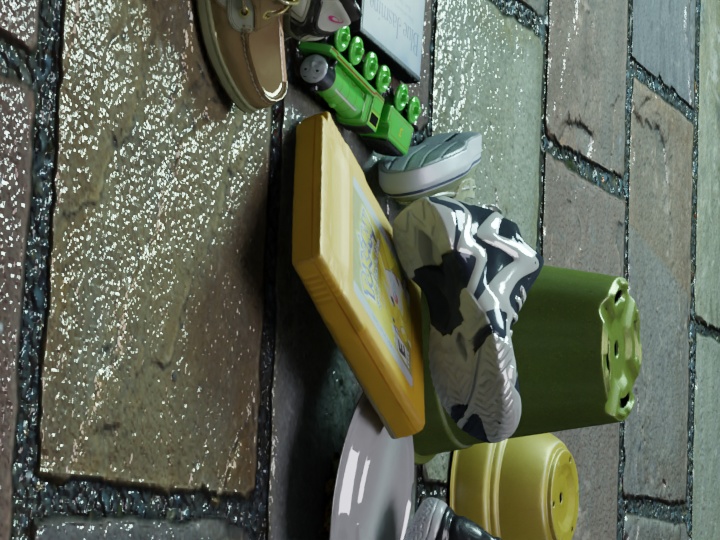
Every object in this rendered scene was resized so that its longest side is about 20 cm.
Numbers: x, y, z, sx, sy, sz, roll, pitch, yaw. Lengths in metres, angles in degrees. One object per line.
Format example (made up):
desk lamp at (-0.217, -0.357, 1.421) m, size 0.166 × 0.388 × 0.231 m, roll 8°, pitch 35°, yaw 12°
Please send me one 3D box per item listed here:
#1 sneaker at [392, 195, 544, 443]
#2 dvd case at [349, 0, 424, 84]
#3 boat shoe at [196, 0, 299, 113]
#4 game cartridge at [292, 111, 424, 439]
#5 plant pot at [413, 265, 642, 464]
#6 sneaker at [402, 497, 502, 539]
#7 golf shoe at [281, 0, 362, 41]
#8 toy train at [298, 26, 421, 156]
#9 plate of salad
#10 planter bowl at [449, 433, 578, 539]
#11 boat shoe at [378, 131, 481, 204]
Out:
sneaker at (0.110, 0.033, 1.761) m, size 0.129 × 0.079 × 0.200 m, roll -9°, pitch 71°, yaw -46°
dvd case at (0.026, -0.272, 1.846) m, size 0.143 × 0.017 × 0.202 m, roll 31°, pitch 62°, yaw -65°
boat shoe at (-0.075, -0.205, 1.532) m, size 0.074 × 0.066 × 0.201 m, roll -55°, pitch 139°, yaw -55°
game cartridge at (0.000, 0.000, 1.680) m, size 0.177 × 0.032 × 0.201 m, roll -90°, pitch 159°, yaw -47°
plant pot at (0.136, 0.068, 1.883) m, size 0.200 × 0.188 × 0.202 m, roll 0°, pitch 90°, yaw -68°
sneaker at (0.074, 0.279, 1.762) m, size 0.076 × 0.113 × 0.201 m, roll -58°, pitch 165°, yaw -53°
golf shoe at (-0.017, -0.247, 1.646) m, size 0.073 × 0.091 × 0.201 m, roll 61°, pitch 34°, yaw -46°
toy train at (-0.002, -0.142, 1.749) m, size 0.200 × 0.041 × 0.057 m, roll 37°, pitch 66°, yaw -63°
plate of salad at (0.000, 0.178, 1.732) m, size 0.200 × 0.048 × 0.202 m, roll 7°, pitch 90°, yaw -73°
planter bowl at (0.154, 0.212, 2.061) m, size 0.200 × 0.083 × 0.202 m, roll -1°, pitch 90°, yaw -67°
boat shoe at (0.068, -0.077, 1.876) m, size 0.200 × 0.071 × 0.063 m, roll -30°, pitch 115°, yaw -68°
